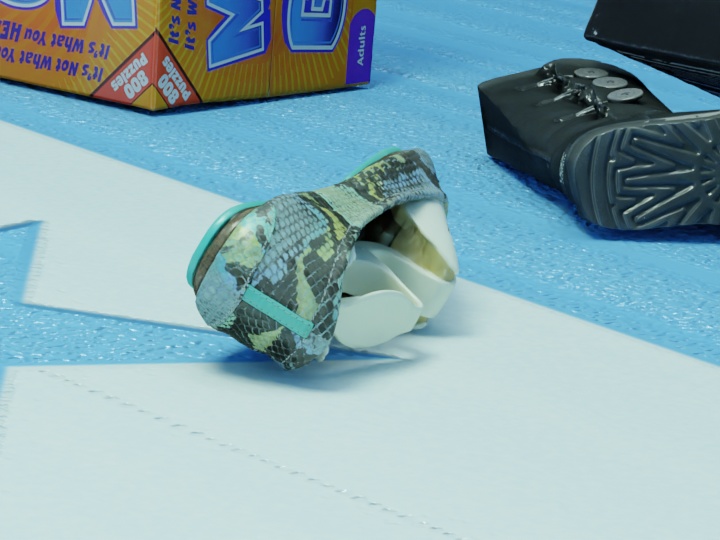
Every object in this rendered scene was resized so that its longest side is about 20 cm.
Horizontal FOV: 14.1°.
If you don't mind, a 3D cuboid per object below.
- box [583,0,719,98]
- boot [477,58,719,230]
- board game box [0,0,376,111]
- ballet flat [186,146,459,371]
[{"bbox_3d":[0.255,-0.127,1.459,0.198,0.124,0.200,23,0,-26],"label":"box"},{"bbox_3d":[0.156,-0.062,1.443,0.164,0.066,0.200,4,8,-12],"label":"boot"},{"bbox_3d":[-0.122,-0.213,1.672,0.199,0.201,0.199,13,15,35],"label":"board game box"},{"bbox_3d":[0.000,0.000,1.121,0.074,0.075,0.200,10,15,22],"label":"ballet flat"}]
